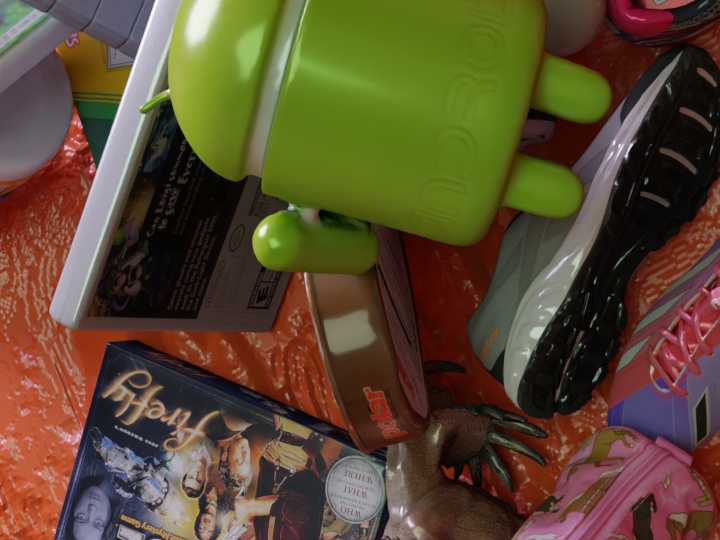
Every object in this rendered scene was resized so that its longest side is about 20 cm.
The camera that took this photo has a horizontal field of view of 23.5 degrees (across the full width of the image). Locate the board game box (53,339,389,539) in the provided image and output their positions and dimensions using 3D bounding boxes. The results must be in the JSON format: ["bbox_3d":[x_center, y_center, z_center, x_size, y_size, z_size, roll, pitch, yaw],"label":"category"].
[{"bbox_3d":[-0.076,0.137,0.988,0.198,0.035,0.137,20,98,25],"label":"board game box"}]

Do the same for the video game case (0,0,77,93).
[{"bbox_3d":[-0.226,-0.173,0.940,0.181,0.022,0.200,36,65,22],"label":"video game case"}]

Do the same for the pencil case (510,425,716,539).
[{"bbox_3d":[0.089,0.156,0.807,0.086,0.200,0.083,-14,110,46],"label":"pencil case"}]

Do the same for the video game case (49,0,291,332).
[{"bbox_3d":[-0.069,-0.064,0.905,0.023,0.181,0.202,26,100,27],"label":"video game case"}]

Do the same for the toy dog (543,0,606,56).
[{"bbox_3d":[0.036,-0.192,0.834,0.130,0.096,0.202,-19,102,8],"label":"toy dog"}]

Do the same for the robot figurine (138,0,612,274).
[{"bbox_3d":[0.006,-0.081,0.753,0.198,0.116,0.178,15,98,-1],"label":"robot figurine"}]

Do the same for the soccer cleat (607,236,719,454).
[{"bbox_3d":[0.182,0.014,0.840,0.067,0.076,0.201,44,107,19],"label":"soccer cleat"}]

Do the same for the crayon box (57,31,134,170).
[{"bbox_3d":[-0.120,-0.162,0.999,0.118,0.058,0.202,-25,79,24],"label":"crayon box"}]

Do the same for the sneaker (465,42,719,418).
[{"bbox_3d":[0.115,-0.028,0.878,0.079,0.074,0.201,38,100,46],"label":"sneaker"}]

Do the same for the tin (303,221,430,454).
[{"bbox_3d":[0.000,0.000,0.879,0.041,0.112,0.201,-18,43,10],"label":"tin"}]

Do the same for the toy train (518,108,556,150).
[{"bbox_3d":[0.056,-0.149,0.902,0.113,0.087,0.203,0,89,20],"label":"toy train"}]

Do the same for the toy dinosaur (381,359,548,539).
[{"bbox_3d":[0.064,0.144,0.896,0.085,0.136,0.201,-16,113,50],"label":"toy dinosaur"}]

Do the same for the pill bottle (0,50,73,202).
[{"bbox_3d":[-0.263,-0.070,1.018,0.199,0.111,0.113,-30,76,46],"label":"pill bottle"}]

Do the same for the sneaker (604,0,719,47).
[{"bbox_3d":[0.201,-0.174,0.826,0.200,0.075,0.081,-41,89,16],"label":"sneaker"}]

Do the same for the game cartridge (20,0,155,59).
[{"bbox_3d":[-0.088,-0.207,0.924,0.128,0.038,0.202,24,74,-14],"label":"game cartridge"}]
